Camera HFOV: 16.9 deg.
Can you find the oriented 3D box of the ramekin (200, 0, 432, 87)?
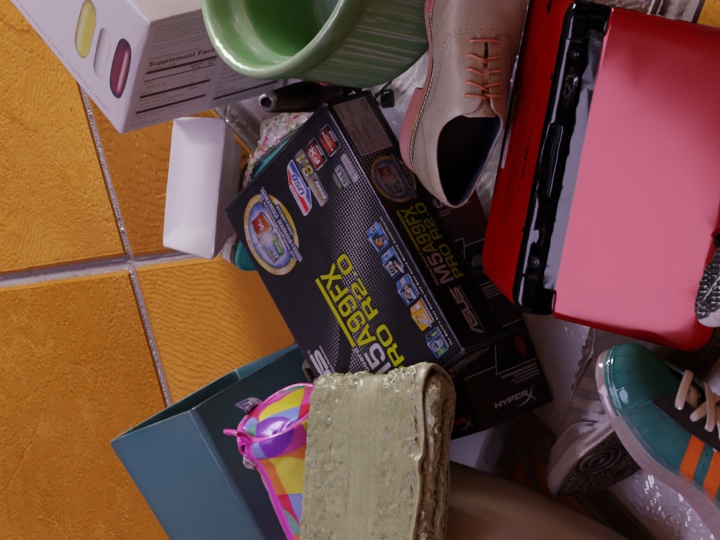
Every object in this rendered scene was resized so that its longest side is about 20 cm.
[{"bbox_3d":[-0.015,-0.220,1.641,0.199,0.097,0.201,-18,67,50],"label":"ramekin"}]

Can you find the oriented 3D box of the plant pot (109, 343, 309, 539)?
[{"bbox_3d":[-0.072,0.182,1.922,0.141,0.141,0.201,-22,95,54],"label":"plant pot"}]

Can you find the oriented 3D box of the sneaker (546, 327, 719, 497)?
[{"bbox_3d":[0.177,0.073,1.615,0.200,0.070,0.076,-56,44,42],"label":"sneaker"}]

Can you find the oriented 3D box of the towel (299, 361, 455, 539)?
[{"bbox_3d":[0.010,0.166,1.639,0.148,0.036,0.202,-8,77,53],"label":"towel"}]

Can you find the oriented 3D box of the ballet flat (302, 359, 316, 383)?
[{"bbox_3d":[0.007,0.147,1.857,0.071,0.070,0.201,-23,87,54],"label":"ballet flat"}]

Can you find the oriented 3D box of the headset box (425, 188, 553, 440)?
[{"bbox_3d":[0.038,0.025,1.752,0.148,0.075,0.201,-23,87,54],"label":"headset box"}]

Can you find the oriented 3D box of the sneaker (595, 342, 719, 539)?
[{"bbox_3d":[0.233,0.111,1.513,0.200,0.071,0.080,46,127,-13],"label":"sneaker"}]

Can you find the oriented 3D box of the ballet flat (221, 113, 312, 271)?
[{"bbox_3d":[-0.065,-0.078,1.849,0.200,0.075,0.064,-55,43,45],"label":"ballet flat"}]

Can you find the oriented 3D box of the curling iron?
[{"bbox_3d":[-0.027,-0.124,1.690,0.049,0.200,0.026,-3,93,23],"label":"curling iron"}]

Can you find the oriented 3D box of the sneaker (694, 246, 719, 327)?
[{"bbox_3d":[0.285,-0.023,1.427,0.080,0.074,0.200,30,132,-13],"label":"sneaker"}]

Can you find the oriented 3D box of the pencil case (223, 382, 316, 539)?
[{"bbox_3d":[-0.026,0.178,1.792,0.088,0.088,0.201,3,125,52],"label":"pencil case"}]

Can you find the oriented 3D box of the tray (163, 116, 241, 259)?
[{"bbox_3d":[-0.124,-0.066,1.903,0.200,0.022,0.108,-166,82,-74],"label":"tray"}]

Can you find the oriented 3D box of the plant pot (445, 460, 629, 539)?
[{"bbox_3d":[0.081,0.219,1.689,0.200,0.187,0.188,38,133,38],"label":"plant pot"}]

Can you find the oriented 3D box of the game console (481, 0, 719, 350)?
[{"bbox_3d":[0.164,-0.069,1.552,0.172,0.118,0.201,-127,46,-74],"label":"game console"}]

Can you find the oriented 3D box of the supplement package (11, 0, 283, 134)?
[{"bbox_3d":[-0.162,-0.223,1.832,0.200,0.155,0.111,49,138,28],"label":"supplement package"}]

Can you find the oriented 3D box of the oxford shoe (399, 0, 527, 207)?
[{"bbox_3d":[0.079,-0.136,1.578,0.074,0.070,0.201,-118,32,-54],"label":"oxford shoe"}]

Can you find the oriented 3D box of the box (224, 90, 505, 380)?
[{"bbox_3d":[0.000,0.000,1.689,0.160,0.044,0.201,-42,73,49],"label":"box"}]
